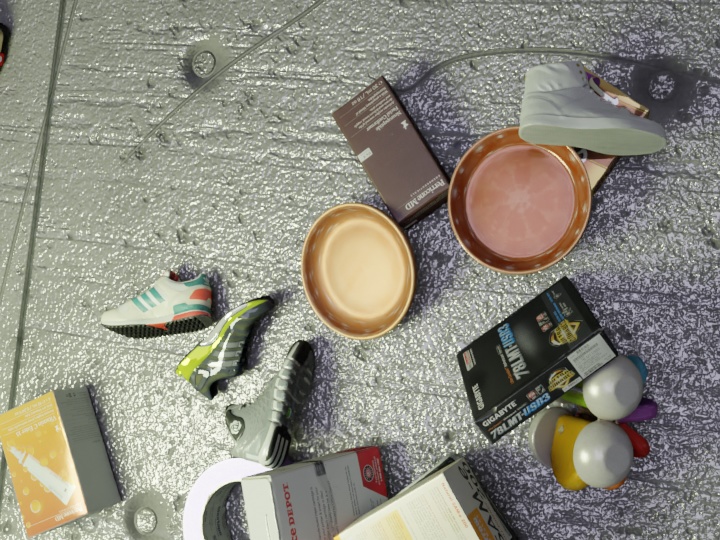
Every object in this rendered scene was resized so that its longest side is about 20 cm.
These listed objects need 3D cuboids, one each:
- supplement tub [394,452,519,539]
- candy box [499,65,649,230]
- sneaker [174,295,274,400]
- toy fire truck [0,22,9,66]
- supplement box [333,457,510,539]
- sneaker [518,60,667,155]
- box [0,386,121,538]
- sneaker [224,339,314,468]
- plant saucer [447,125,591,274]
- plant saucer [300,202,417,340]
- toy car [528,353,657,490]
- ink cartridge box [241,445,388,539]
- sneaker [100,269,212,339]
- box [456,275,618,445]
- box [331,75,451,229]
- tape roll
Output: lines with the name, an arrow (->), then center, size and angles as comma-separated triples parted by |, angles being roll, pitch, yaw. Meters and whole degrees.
supplement tub -> 0.143, 0.367, 1.189 | 0.122, 0.122, 0.202 | -37, 77, 11
candy box -> 0.301, -0.169, 1.213 | 0.116, 0.056, 0.202 | 38, 99, 16
sneaker -> -0.198, 0.119, 1.346 | 0.081, 0.074, 0.200 | 46, 106, 5
toy fire truck -> -0.739, -0.360, 1.520 | 0.173, 0.128, 0.204 | 21, 104, 17
supplement box -> 0.078, 0.349, 1.111 | 0.199, 0.073, 0.128 | -36, 78, 27
sneaker -> 0.312, -0.223, 1.146 | 0.195, 0.074, 0.118 | 8, 68, -2
box -> -0.492, 0.309, 1.401 | 0.122, 0.097, 0.204 | -23, 80, 14
sneaker -> -0.147, 0.191, 1.293 | 0.113, 0.075, 0.203 | 2, 56, 27
plant saucer -> 0.219, -0.096, 1.189 | 0.196, 0.032, 0.205 | -1, 86, 17
plant saucer -> 0.000, 0.000, 1.279 | 0.196, 0.037, 0.205 | 6, 102, 30
toy car -> 0.324, 0.192, 1.143 | 0.147, 0.175, 0.205 | 9, 88, -17
ink cartridge box -> -0.058, 0.341, 1.208 | 0.083, 0.197, 0.148 | -19, 79, 48
sneaker -> -0.326, 0.052, 1.393 | 0.195, 0.070, 0.095 | -7, 66, 18
box -> 0.226, 0.112, 1.145 | 0.197, 0.201, 0.050 | -36, 106, 12
box -> 0.051, -0.174, 1.282 | 0.099, 0.075, 0.202 | -34, 79, 12
tape roll -> -0.164, 0.380, 1.303 | 0.195, 0.085, 0.205 | -1, 86, 16
